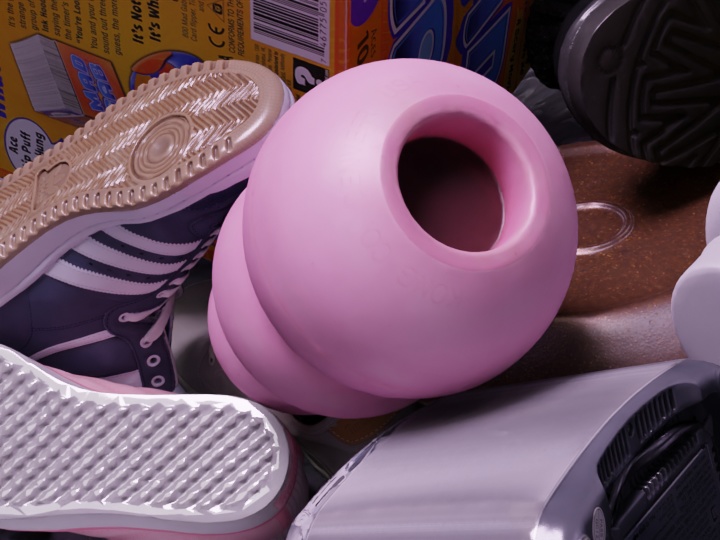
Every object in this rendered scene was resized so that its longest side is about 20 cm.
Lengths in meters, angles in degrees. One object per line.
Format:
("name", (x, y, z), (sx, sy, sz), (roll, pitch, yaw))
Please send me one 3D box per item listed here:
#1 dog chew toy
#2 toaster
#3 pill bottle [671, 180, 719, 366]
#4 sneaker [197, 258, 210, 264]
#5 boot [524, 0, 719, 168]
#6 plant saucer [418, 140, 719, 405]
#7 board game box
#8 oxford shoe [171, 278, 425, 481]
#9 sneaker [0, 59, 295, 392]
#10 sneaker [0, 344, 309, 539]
("dog chew toy", (0.000, 0.000, 0.912), (0.125, 0.124, 0.200), (-50, 5, -28))
("toaster", (0.064, 0.102, 0.848), (0.129, 0.114, 0.200), (-6, 19, 32))
("pill bottle", (0.208, -0.028, 0.916), (0.109, 0.110, 0.200), (16, 47, 45))
("sneaker", (-0.027, -0.065, 1.161), (0.199, 0.082, 0.070), (-18, 33, 13))
("boot", (0.122, -0.102, 1.055), (0.210, 0.080, 0.157), (-2, 18, -43))
("plant saucer", (0.096, -0.005, 1.001), (0.199, 0.037, 0.201), (-9, 31, 6))
("board game box", (-0.045, -0.145, 1.059), (0.199, 0.201, 0.200), (21, 48, 19))
("oxford shoe", (-0.033, 0.038, 1.060), (0.075, 0.058, 0.200), (-40, 36, -13))
("sneaker", (-0.084, -0.011, 1.007), (0.199, 0.108, 0.070), (-26, 40, 29))
("sneaker", (-0.114, 0.082, 1.004), (0.199, 0.105, 0.076), (8, 76, 13))
